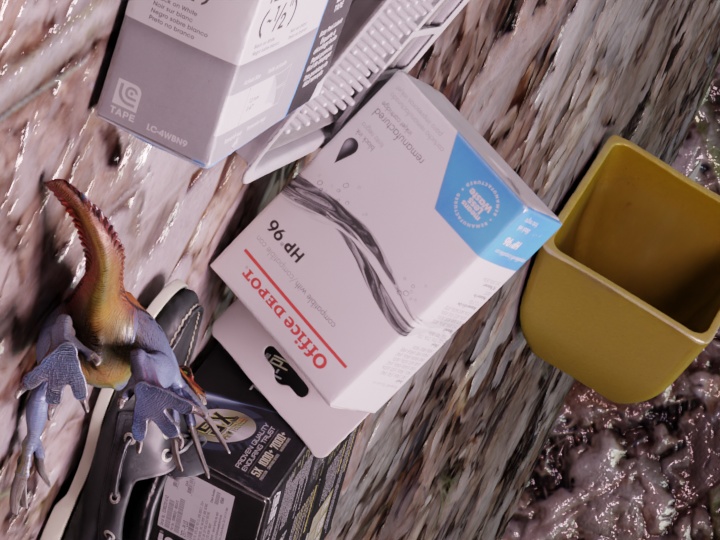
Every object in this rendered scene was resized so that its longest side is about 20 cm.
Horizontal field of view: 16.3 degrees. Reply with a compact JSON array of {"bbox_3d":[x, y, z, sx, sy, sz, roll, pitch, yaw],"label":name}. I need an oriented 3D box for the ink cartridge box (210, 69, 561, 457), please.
[{"bbox_3d":[0.000,0.000,1.436,0.200,0.116,0.068,-46,159,11],"label":"ink cartridge box"}]

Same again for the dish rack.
[{"bbox_3d":[0.002,-0.132,1.362,0.172,0.044,0.200,-48,175,22],"label":"dish rack"}]

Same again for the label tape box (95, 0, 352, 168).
[{"bbox_3d":[-0.039,-0.162,1.154,0.143,0.066,0.200,-40,155,-63],"label":"label tape box"}]

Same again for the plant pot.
[{"bbox_3d":[0.274,0.022,2.621,0.194,0.195,0.200,-54,173,-40],"label":"plant pot"}]

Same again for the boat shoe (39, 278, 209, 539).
[{"bbox_3d":[-0.116,0.105,1.368,0.200,0.066,0.074,-66,168,6],"label":"boat shoe"}]

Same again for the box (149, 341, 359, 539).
[{"bbox_3d":[-0.072,0.134,1.568,0.164,0.086,0.200,-53,165,-43],"label":"box"}]

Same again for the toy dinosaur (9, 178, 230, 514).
[{"bbox_3d":[-0.109,0.036,1.230,0.182,0.105,0.200,-96,-165,-73],"label":"toy dinosaur"}]

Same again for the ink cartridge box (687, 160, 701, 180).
[{"bbox_3d":[0.323,-0.042,2.957,0.116,0.067,0.200,-45,158,-57],"label":"ink cartridge box"}]
